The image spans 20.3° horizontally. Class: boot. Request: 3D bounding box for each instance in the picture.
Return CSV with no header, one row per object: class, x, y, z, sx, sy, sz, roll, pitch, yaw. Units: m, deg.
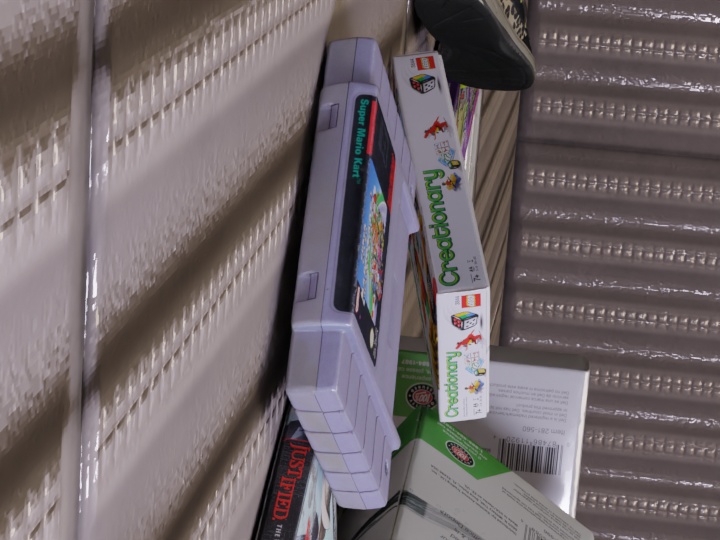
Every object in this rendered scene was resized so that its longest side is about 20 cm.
boot,0.093,-0.226,1.463,0.204,0.073,0.155,47,48,-68

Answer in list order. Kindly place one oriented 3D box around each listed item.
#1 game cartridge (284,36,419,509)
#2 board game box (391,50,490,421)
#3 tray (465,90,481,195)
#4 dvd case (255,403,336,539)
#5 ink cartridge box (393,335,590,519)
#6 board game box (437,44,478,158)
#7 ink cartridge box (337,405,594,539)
game cartridge,0.000,0.000,0.996,0.130,0.038,0.201,77,16,-58
board game box,0.050,-0.023,1.266,0.127,0.034,0.201,86,-4,-49
tray,0.089,-0.083,1.809,0.107,0.022,0.201,-42,137,-81
dvd case,-0.036,0.167,0.980,0.201,0.022,0.147,-79,171,-48
ink cartridge box,0.077,0.155,1.391,0.084,0.145,0.201,-38,135,-82
board game box,0.071,-0.126,1.602,0.201,0.032,0.121,-76,165,-47
ink cartridge box,0.056,0.193,1.196,0.083,0.146,0.200,-48,-171,24
